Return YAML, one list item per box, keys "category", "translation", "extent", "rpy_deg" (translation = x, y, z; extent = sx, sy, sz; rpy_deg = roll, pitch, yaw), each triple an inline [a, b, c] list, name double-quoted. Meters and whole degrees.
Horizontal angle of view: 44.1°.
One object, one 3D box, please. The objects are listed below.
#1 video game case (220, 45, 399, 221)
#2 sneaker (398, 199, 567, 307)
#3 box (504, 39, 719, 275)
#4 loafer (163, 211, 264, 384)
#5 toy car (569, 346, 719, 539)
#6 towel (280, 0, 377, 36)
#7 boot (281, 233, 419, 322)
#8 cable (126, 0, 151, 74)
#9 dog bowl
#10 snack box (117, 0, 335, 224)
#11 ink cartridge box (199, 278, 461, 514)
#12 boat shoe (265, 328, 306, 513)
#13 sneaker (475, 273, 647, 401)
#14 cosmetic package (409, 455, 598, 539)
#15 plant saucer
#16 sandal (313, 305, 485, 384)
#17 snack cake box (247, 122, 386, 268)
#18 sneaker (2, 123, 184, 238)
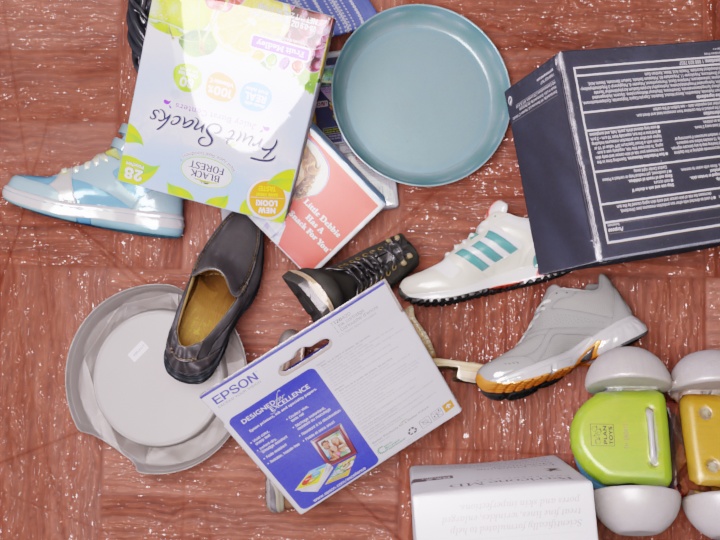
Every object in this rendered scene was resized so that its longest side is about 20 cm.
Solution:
- category: "video game case"
  translation: [-0.065, -0.148, 0.993]
  extent: [0.198, 0.023, 0.184]
  rpy_deg: [-7, 85, 4]
- category: "sneaker"
  translation: [0.131, -0.021, 0.949]
  extent: [0.198, 0.070, 0.094]
  rpy_deg: [-13, 82, -2]
- category: "box"
  translation: [0.270, -0.110, 0.891]
  extent: [0.198, 0.123, 0.200]
  rpy_deg: [-8, 84, -19]
- category: "loafer"
  translation: [-0.144, 0.016, 0.913]
  extent: [0.072, 0.072, 0.201]
  rpy_deg: [16, 62, -3]
- category: "toy car"
  translation: [0.301, 0.176, 0.883]
  extent: [0.198, 0.150, 0.176]
  rpy_deg: [2, 68, 0]
- category: "towel"
  translation: [-0.089, -0.299, 0.951]
  extent: [0.199, 0.024, 0.145]
  rpy_deg: [-24, 77, -31]
- category: "boot"
  translation: [0.000, 0.000, 0.890]
  extent: [0.138, 0.200, 0.078]
  rpy_deg: [-35, 87, -3]
- category: "cable"
  translation: [-0.174, -0.257, 0.981]
  extent: [0.199, 0.051, 0.164]
  rpy_deg: [30, 90, 4]
- category: "dog bowl"
  translation: [-0.214, 0.116, 0.965]
  extent: [0.198, 0.059, 0.202]
  rpy_deg: [0, 85, 3]
- category: "snack box"
  translation: [-0.127, -0.164, 0.851]
  extent: [0.167, 0.068, 0.202]
  rpy_deg: [14, 104, -2]
- category: "ink cartridge box"
  translation: [-0.024, 0.117, 0.849]
  extent: [0.197, 0.047, 0.201]
  rpy_deg: [-31, 125, -1]
- category: "boat shoe"
  translation: [-0.063, 0.159, 0.939]
  extent: [0.071, 0.076, 0.202]
  rpy_deg: [2, 106, -5]
- category: "sneaker"
  translation: [0.196, 0.067, 0.926]
  extent: [0.199, 0.076, 0.092]
  rpy_deg: [-19, 70, -22]
- category: "cosmetic package"
  translation: [0.134, 0.277, 0.857]
  extent: [0.163, 0.200, 0.167]
  rpy_deg: [-5, 84, 2]
- category: "plant saucer"
  translation: [0.066, -0.189, 0.970]
  extent: [0.198, 0.027, 0.202]
  rpy_deg: [1, 85, -7]
- category: "sandal"
  translation: [0.058, 0.074, 0.946]
  extent: [0.210, 0.078, 0.070]
  rpy_deg: [10, 82, -4]
- category: "snack cake box"
  translation: [-0.081, -0.105, 0.931]
  extent: [0.115, 0.067, 0.200]
  rpy_deg: [-43, 98, 8]
- category: "sneaker"
  translation: [-0.284, -0.113, 0.978]
  extent: [0.198, 0.080, 0.132]
  rpy_deg: [10, 88, -5]
